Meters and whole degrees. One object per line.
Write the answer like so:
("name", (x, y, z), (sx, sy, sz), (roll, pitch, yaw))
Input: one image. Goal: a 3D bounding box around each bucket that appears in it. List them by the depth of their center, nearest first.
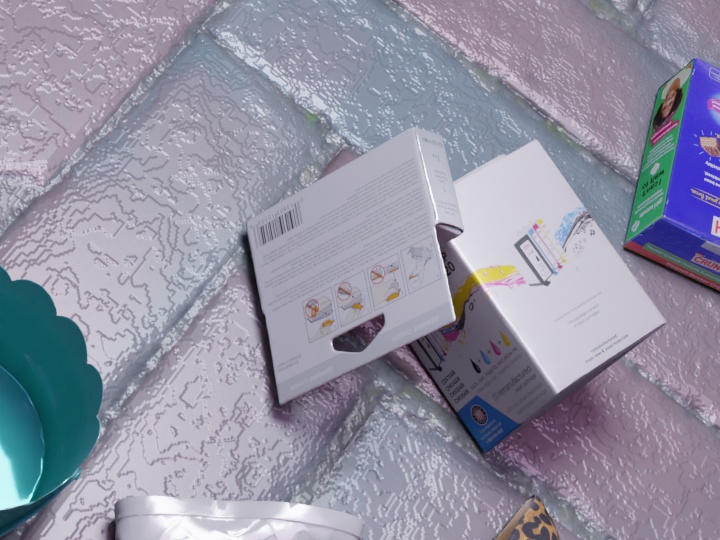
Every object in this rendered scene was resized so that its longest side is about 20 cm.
("bucket", (-0.305, 0.108, 1.400), (0.206, 0.135, 0.208), (11, 60, -19))

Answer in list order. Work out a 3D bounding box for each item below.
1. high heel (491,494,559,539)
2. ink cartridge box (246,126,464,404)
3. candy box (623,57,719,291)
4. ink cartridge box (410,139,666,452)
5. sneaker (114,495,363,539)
("high heel", (0.082, 0.237, 1.544), (0.200, 0.071, 0.143), (21, 63, -33))
("ink cartridge box", (0.000, 0.000, 1.558), (0.043, 0.200, 0.174), (13, 57, -48))
("candy box", (0.363, -0.083, 1.837), (0.169, 0.077, 0.200), (25, 56, -13))
("ink cartridge box", (0.129, 0.022, 1.635), (0.144, 0.147, 0.200), (-29, 79, -33))
("sneaker", (-0.095, 0.242, 1.472), (0.199, 0.074, 0.116), (3, 65, -12))
